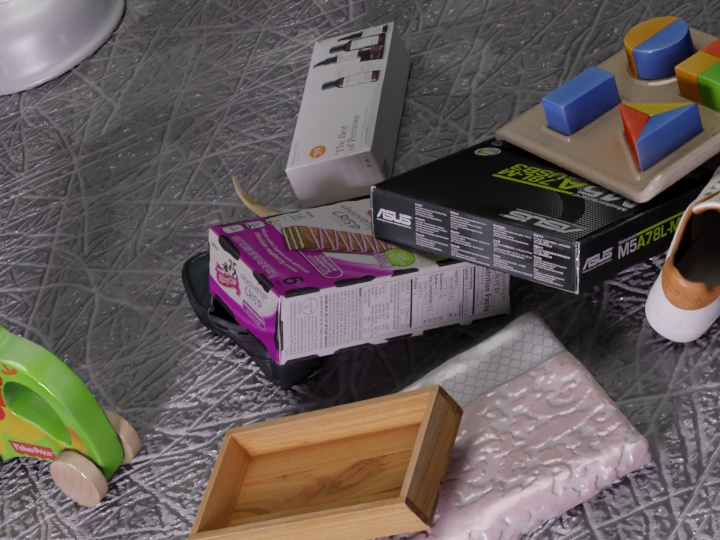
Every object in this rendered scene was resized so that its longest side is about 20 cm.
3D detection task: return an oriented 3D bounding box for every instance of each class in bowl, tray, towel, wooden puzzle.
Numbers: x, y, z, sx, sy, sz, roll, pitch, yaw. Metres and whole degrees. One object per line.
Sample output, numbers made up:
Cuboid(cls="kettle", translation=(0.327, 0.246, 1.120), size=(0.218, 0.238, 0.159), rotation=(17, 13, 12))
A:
Cuboid(cls="bowl", translation=(-0.358, -0.281, 2.309), size=(0.200, 0.091, 0.202), rotation=(-18, 34, 12))
Cuboid(cls="tray", translation=(-0.025, 0.146, 1.532), size=(0.199, 0.037, 0.099), rotation=(-14, 43, 37))
Cuboid(cls="towel", translation=(0.082, 0.126, 1.537), size=(0.199, 0.032, 0.191), rotation=(-29, 35, -3))
Cuboid(cls="wooden puzzle", translation=(0.221, -0.134, 1.653), size=(0.185, 0.047, 0.200), rotation=(-34, 31, -20))

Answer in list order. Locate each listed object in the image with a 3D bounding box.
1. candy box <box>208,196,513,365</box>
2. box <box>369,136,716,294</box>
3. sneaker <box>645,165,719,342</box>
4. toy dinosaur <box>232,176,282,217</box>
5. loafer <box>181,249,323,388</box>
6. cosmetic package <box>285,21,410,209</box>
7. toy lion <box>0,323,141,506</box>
Cuboid(cls="candy box", translation=(0.000, 0.000, 1.662), size=(0.199, 0.061, 0.136), rotation=(-11, 28, -25))
Cuboid(cls="box", translation=(0.142, -0.050, 1.640), size=(0.199, 0.048, 0.192), rotation=(17, 26, 40))
Cuboid(cls="sneaker", translation=(0.277, -0.041, 1.566), size=(0.072, 0.085, 0.200), rotation=(28, 62, 12))
Cuboid(cls="toy dinosaur", translation=(-0.036, -0.031, 1.815), size=(0.199, 0.059, 0.101), rotation=(5, 30, 27))
Cuboid(cls="loafer", translation=(-0.093, 0.024, 1.749), size=(0.068, 0.071, 0.200), rotation=(-34, 35, -12))
Cuboid(cls="cosmetic package", translation=(-0.010, -0.140, 1.929), size=(0.082, 0.051, 0.201), rotation=(-14, 36, 18))
Cuboid(cls="toy lion", translation=(-0.289, 0.084, 1.690), size=(0.199, 0.192, 0.069), rotation=(7, 46, 38))
